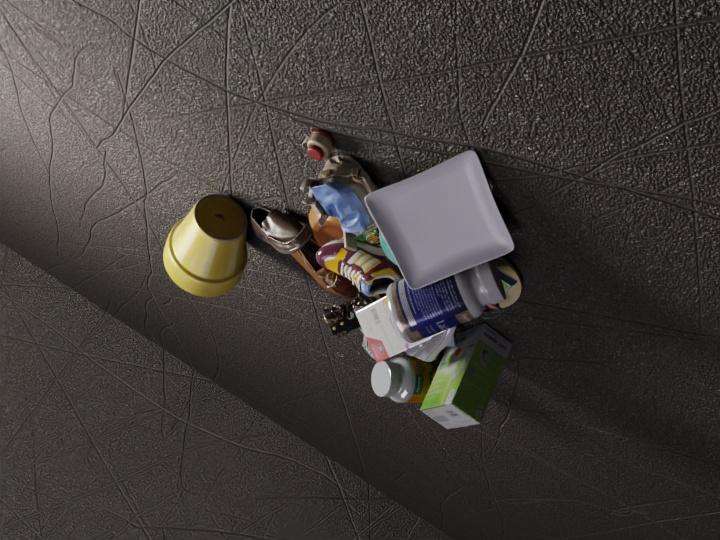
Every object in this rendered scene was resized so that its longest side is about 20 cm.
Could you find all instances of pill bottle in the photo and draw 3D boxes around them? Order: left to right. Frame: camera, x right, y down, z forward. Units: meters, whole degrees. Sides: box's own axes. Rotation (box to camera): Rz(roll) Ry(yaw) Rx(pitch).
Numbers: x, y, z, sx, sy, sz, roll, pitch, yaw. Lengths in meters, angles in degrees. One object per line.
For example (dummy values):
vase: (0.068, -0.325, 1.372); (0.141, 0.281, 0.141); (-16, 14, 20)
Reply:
pill bottle: (0.128, 0.267, 1.754); (0.196, 0.116, 0.112); (8, 169, -34)
pill bottle: (0.155, 0.044, 1.287); (0.197, 0.117, 0.116); (-24, 131, 19)

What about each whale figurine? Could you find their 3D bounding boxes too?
whale figurine: (0.112, -0.073, 1.257); (0.158, 0.105, 0.199); (34, 143, -16)

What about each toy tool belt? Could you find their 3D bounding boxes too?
toy tool belt: (-0.045, -0.140, 1.291); (0.123, 0.124, 0.200); (-3, 139, 48)

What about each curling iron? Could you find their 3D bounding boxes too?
curling iron: (0.186, 0.033, 1.368); (0.198, 0.026, 0.050); (33, 145, -6)

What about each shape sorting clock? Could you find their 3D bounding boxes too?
shape sorting clock: (0.215, 0.012, 1.380); (0.196, 0.040, 0.202); (20, 147, 14)

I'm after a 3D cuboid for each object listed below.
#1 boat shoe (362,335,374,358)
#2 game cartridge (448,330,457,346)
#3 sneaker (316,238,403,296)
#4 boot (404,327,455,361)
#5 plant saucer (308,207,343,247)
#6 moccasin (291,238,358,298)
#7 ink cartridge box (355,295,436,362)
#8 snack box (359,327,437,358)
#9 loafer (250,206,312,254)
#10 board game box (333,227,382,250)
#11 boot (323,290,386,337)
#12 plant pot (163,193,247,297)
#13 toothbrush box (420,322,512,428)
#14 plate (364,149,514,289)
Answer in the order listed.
boat shoe: (0.044, 0.176, 1.699); (0.074, 0.065, 0.202); (35, 159, -8)
game cartridge: (0.137, 0.095, 1.557); (0.130, 0.042, 0.202); (-2, 137, 15)
sneaker: (0.000, 0.000, 1.401); (0.195, 0.091, 0.076); (7, 140, 13)
boot: (0.134, 0.127, 1.507); (0.093, 0.075, 0.202); (14, 141, -8)
plant saucer: (-0.027, -0.066, 1.506); (0.197, 0.038, 0.201); (25, 154, 13)
moccasin: (-0.077, -0.013, 1.624); (0.202, 0.074, 0.077); (46, 160, -10)
ink cartridge box: (0.096, 0.095, 1.452); (0.198, 0.067, 0.119); (-28, 84, 39)
snack box: (0.087, 0.144, 1.740); (0.197, 0.054, 0.143); (6, 146, 40)
loafer: (-0.184, -0.092, 1.565); (0.198, 0.073, 0.072); (17, 148, 45)
board game box: (0.045, -0.050, 1.414); (0.197, 0.024, 0.105); (-20, 129, 39)
boot: (-0.013, 0.079, 1.599); (0.074, 0.148, 0.200); (67, -173, 23)
plant pot: (-0.351, -0.072, 1.688); (0.198, 0.203, 0.190); (32, 138, -4)
toothbrush box: (0.232, 0.234, 1.574); (0.085, 0.202, 0.145); (35, 155, -11)
plate: (0.133, -0.083, 1.188); (0.196, 0.033, 0.202); (-22, 118, 16)
